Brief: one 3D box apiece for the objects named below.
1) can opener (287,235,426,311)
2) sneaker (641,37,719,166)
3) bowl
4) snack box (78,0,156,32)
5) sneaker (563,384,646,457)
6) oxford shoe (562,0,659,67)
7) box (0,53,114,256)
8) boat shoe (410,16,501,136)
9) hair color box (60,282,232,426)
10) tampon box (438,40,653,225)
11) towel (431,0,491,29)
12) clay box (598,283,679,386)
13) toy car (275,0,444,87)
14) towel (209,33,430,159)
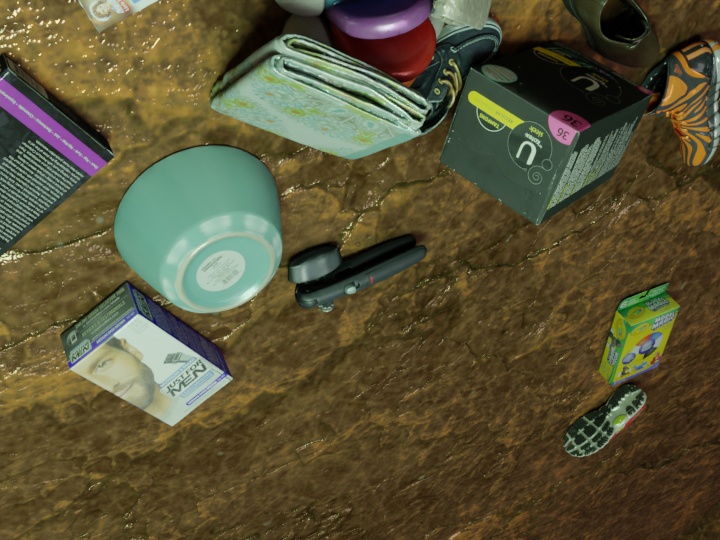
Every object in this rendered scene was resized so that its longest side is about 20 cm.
[{"bbox_3d":[0.000,0.000,1.195,0.199,0.064,0.079,-16,136,-20],"label":"can opener"},{"bbox_3d":[0.445,-0.225,1.275,0.111,0.078,0.201,-21,128,-9],"label":"sneaker"},{"bbox_3d":[-0.167,-0.030,1.022,0.200,0.105,0.202,-19,138,-18],"label":"bowl"},{"bbox_3d":[-0.243,-0.303,0.763,0.072,0.024,0.201,-31,140,-6],"label":"snack box"},{"bbox_3d":[0.509,0.320,1.846,0.200,0.077,0.085,-38,145,5],"label":"sneaker"},{"bbox_3d":[0.323,-0.293,1.109,0.199,0.085,0.073,19,116,-46],"label":"oxford shoe"},{"bbox_3d":[-0.364,-0.095,0.879,0.200,0.036,0.143,-40,139,5],"label":"box"},{"bbox_3d":[0.090,-0.213,1.024,0.199,0.091,0.071,-29,140,-6],"label":"boat shoe"},{"bbox_3d":[-0.263,0.110,1.128,0.109,0.065,0.200,-38,138,6],"label":"hair color box"},{"bbox_3d":[0.219,-0.169,1.061,0.200,0.150,0.127,-29,146,-45],"label":"tampon box"},{"bbox_3d":[0.111,-0.308,0.885,0.200,0.034,0.134,-35,139,-71],"label":"towel"},{"bbox_3d":[0.520,0.120,1.674,0.114,0.048,0.201,-19,139,-18],"label":"clay box"},{"bbox_3d":[0.012,-0.258,0.881,0.174,0.150,0.201,-24,139,-12],"label":"toy car"},{"bbox_3d":[-0.043,-0.169,0.899,0.170,0.200,0.049,20,79,-24],"label":"towel"}]
